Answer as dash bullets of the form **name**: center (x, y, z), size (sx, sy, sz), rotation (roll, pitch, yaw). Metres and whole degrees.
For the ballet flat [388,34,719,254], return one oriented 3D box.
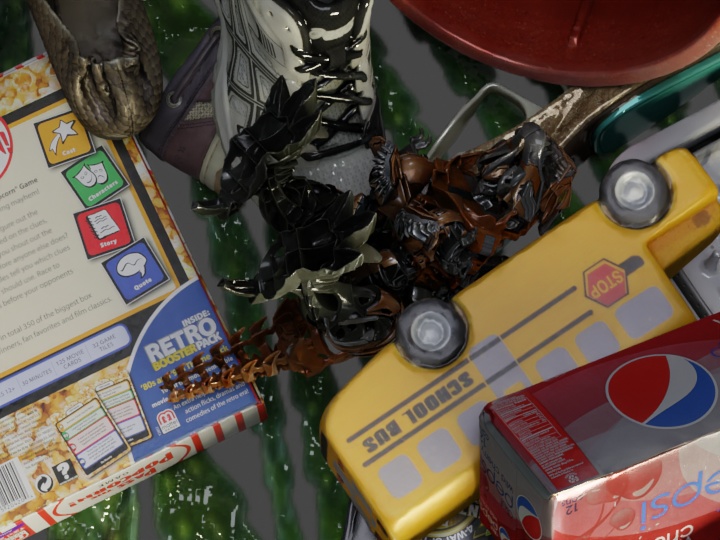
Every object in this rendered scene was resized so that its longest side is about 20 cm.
- **ballet flat**: center (0.093, -0.074, 1.094), size (0.199, 0.071, 0.065), rotation (-36, 77, -10)

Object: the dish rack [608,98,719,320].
- **dish rack**: center (0.224, -0.012, 1.070), size (0.199, 0.044, 0.172), rotation (-27, 73, -19)

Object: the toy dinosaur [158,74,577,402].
- **toy dinosaur**: center (0.000, 0.000, 1.013), size (0.200, 0.136, 0.102), rotation (-51, 51, -2)

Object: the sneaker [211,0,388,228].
- **sneaker**: center (-0.027, -0.098, 1.027), size (0.075, 0.088, 0.201), rotation (-23, 106, -18)

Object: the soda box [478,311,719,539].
- **soda box**: center (0.148, 0.065, 0.950), size (0.199, 0.070, 0.063), rotation (-19, 42, -19)

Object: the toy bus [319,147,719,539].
- **toy bus**: center (0.074, 0.032, 0.987), size (0.199, 0.065, 0.079), rotation (-34, 78, -8)

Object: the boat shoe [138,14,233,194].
- **boat shoe**: center (-0.044, -0.135, 1.108), size (0.064, 0.072, 0.201), rotation (24, 84, 1)

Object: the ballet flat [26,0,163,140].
- **ballet flat**: center (-0.142, -0.156, 1.071), size (0.067, 0.046, 0.201), rotation (-20, 82, -9)

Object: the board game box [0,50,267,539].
- **board game box**: center (-0.153, 0.010, 1.085), size (0.151, 0.046, 0.201), rotation (-25, 78, -5)

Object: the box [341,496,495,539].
- **box**: center (0.083, 0.157, 1.014), size (0.198, 0.049, 0.163), rotation (13, 79, 2)

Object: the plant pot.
- **plant pot**: center (0.109, -0.225, 1.055), size (0.199, 0.201, 0.196), rotation (22, 54, 5)
